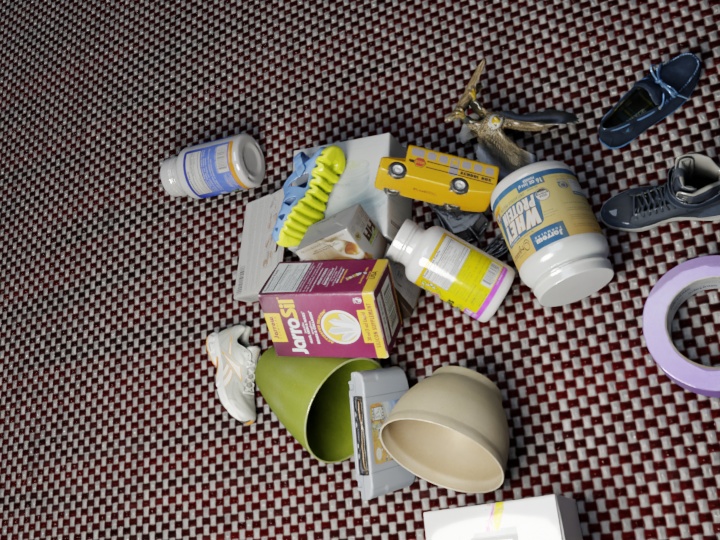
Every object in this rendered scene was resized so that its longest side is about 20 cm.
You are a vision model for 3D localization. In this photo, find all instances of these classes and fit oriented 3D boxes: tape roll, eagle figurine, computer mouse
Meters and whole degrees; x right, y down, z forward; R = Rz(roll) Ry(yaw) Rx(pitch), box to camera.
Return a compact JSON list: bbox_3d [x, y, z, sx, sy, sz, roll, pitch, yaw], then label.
[{"bbox_3d":[0.521,0.082,1.195,0.200,0.066,0.200,-8,71,24],"label":"tape roll"},{"bbox_3d":[0.251,-0.242,1.415,0.200,0.151,0.152,31,128,6],"label":"eagle figurine"},{"bbox_3d":[0.160,-0.073,1.442,0.140,0.046,0.200,-41,72,5],"label":"computer mouse"}]

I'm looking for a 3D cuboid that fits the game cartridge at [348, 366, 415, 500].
[{"bbox_3d":[0.039,0.259,1.331,0.041,0.133,0.200,-10,84,42],"label":"game cartridge"}]

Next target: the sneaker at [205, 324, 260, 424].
[{"bbox_3d":[-0.223,0.188,1.534,0.092,0.076,0.200,-28,64,11],"label":"sneaker"}]

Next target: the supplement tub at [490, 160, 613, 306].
[{"bbox_3d":[0.305,-0.058,1.303,0.145,0.145,0.200,-27,63,17],"label":"supplement tub"}]

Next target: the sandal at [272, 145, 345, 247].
[{"bbox_3d":[-0.103,-0.133,1.438,0.087,0.079,0.200,19,76,34],"label":"sandal"}]

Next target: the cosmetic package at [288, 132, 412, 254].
[{"bbox_3d":[-0.016,-0.126,1.502,0.199,0.123,0.200,-7,69,25],"label":"cosmetic package"}]

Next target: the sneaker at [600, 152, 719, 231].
[{"bbox_3d":[0.458,-0.118,1.247,0.202,0.146,0.077,-8,72,26],"label":"sneaker"}]

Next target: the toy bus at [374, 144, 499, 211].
[{"bbox_3d":[0.129,-0.157,1.388,0.200,0.065,0.078,14,62,0],"label":"toy bus"}]

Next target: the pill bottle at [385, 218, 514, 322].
[{"bbox_3d":[0.146,-0.005,1.348,0.200,0.104,0.104,30,88,4],"label":"pill bottle"}]

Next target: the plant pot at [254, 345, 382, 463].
[{"bbox_3d":[-0.086,0.204,1.412,0.200,0.187,0.187,22,84,43],"label":"plant pot"}]

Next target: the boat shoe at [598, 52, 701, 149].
[{"bbox_3d":[0.476,-0.278,1.333,0.200,0.069,0.084,-48,59,5],"label":"boat shoe"}]

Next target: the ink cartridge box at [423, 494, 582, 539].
[{"bbox_3d":[0.217,0.416,1.191,0.200,0.147,0.146,-15,67,21],"label":"ink cartridge box"}]

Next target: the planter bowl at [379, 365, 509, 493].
[{"bbox_3d":[0.147,0.236,1.277,0.200,0.200,0.135,7,50,28],"label":"planter bowl"}]

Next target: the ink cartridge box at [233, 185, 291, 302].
[{"bbox_3d":[-0.172,-0.048,1.558,0.176,0.045,0.200,-14,65,52],"label":"ink cartridge box"}]

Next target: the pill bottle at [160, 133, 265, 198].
[{"bbox_3d":[-0.307,-0.209,1.682,0.200,0.112,0.112,-9,70,25],"label":"pill bottle"}]

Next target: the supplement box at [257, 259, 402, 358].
[{"bbox_3d":[-0.047,0.062,1.333,0.200,0.131,0.103,-2,32,21],"label":"supplement box"}]

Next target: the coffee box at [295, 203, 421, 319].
[{"bbox_3d":[0.000,0.000,1.394,0.114,0.200,0.080,-23,28,32],"label":"coffee box"}]
